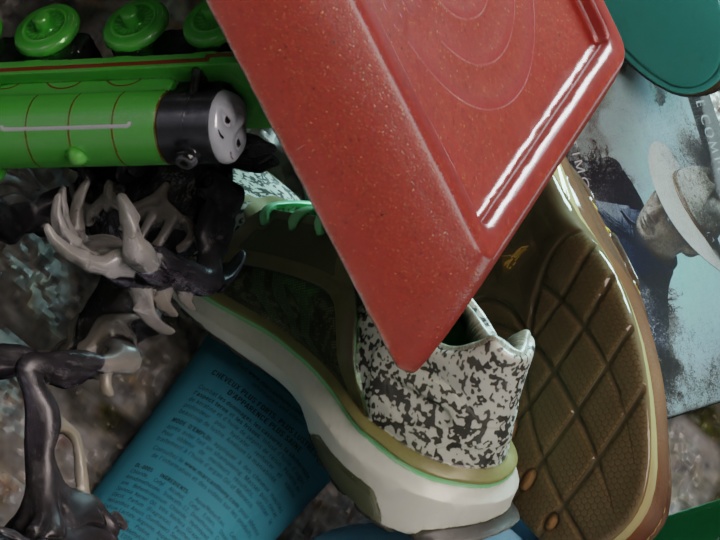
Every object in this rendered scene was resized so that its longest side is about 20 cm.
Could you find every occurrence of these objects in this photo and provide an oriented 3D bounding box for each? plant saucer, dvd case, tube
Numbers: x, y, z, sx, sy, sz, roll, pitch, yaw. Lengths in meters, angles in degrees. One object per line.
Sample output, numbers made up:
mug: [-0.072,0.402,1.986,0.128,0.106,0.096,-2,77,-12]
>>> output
plant saucer: [0.018,-0.100,0.958,0.200,0.037,0.200,63,32,-18]
dvd case: [0.075,-0.003,1.162,0.200,0.022,0.146,-13,84,-37]
tube: [-0.056,0.078,1.032,0.077,0.050,0.200,44,53,-5]

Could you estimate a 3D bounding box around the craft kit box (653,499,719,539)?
craft kit box: [0.241,0.104,1.136,0.197,0.200,0.049,11,69,-33]

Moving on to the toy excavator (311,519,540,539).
toy excavator: [-0.006,0.128,1.000,0.200,0.100,0.195,51,52,-22]

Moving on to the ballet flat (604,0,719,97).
ballet flat: [0.094,-0.161,1.194,0.073,0.073,0.200,-39,94,-36]

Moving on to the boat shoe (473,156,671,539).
boat shoe: [0.074,0.019,1.068,0.068,0.072,0.200,32,31,-45]

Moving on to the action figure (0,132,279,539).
action figure: [-0.099,-0.002,0.982,0.102,0.119,0.200,37,64,-43]

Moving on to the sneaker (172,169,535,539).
sneaker: [0.000,0.000,1.026,0.077,0.089,0.200,-6,42,-45]

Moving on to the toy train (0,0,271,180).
toy train: [-0.115,-0.053,0.946,0.042,0.199,0.056,64,35,-42]
